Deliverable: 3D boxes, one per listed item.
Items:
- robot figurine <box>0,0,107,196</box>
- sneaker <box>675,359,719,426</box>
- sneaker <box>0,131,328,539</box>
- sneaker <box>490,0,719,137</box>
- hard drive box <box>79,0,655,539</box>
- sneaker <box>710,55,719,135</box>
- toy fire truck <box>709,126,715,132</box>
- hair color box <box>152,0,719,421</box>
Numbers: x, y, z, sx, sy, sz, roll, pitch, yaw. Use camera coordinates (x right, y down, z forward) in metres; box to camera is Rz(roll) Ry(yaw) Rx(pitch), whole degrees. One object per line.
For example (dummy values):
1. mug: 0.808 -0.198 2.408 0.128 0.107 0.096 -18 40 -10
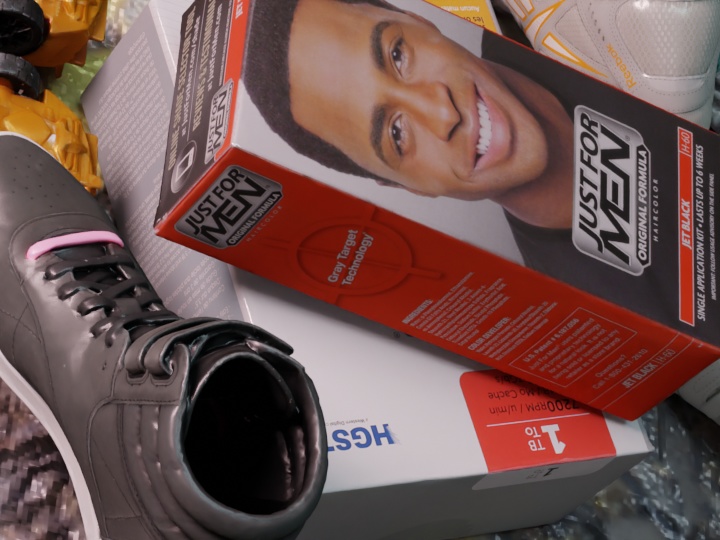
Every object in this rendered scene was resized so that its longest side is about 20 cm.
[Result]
1. robot figurine: -0.188 -0.085 0.879 0.200 0.058 0.145 16 55 -23
2. sneaker: 0.188 0.058 1.008 0.200 0.077 0.081 24 54 -15
3. sneaker: -0.069 0.022 0.802 0.071 0.099 0.200 -11 66 -36
4. sneaker: 0.089 -0.093 0.995 0.076 0.200 0.092 -1 99 -12
5. hard drive box: 0.000 0.000 0.929 0.156 0.077 0.200 -5 66 -33
6. sneaker: 0.190 -0.065 1.031 0.091 0.078 0.200 26 39 -36
7. toy fire truck: 0.226 -0.021 1.094 0.200 0.049 0.141 39 48 -2
8. hair color box: 0.032 -0.031 0.870 0.200 0.061 0.102 21 51 -23
